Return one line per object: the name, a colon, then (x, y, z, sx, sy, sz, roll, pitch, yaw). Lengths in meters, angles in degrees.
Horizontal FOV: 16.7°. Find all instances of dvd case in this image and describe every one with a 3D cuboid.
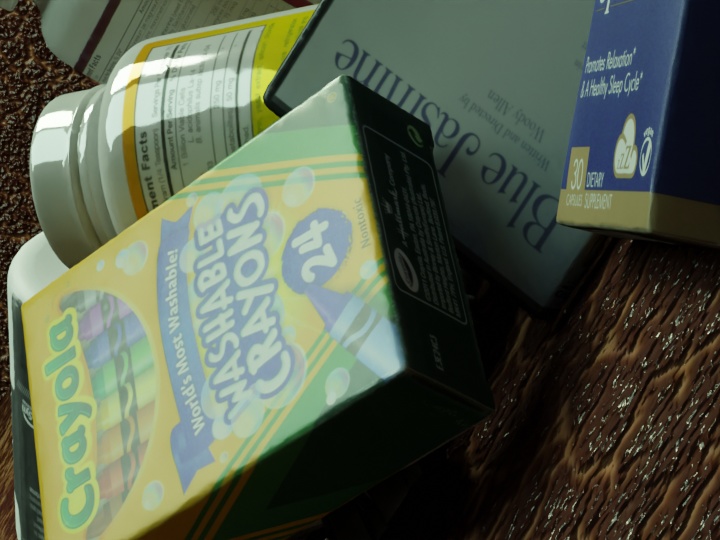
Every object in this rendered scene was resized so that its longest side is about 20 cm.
dvd case: (0.067, -0.104, 0.874, 0.201, 0.142, 0.018, -57, -23, 13)

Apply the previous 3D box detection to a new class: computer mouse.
computer mouse: (0.005, 0.093, 0.833, 0.059, 0.034, 0.200, -49, 18, 17)

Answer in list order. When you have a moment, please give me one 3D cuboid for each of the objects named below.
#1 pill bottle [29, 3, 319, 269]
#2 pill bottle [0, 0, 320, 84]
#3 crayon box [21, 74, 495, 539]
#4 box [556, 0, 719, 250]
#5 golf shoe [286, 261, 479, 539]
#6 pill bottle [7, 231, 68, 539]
pill bottle: (-0.030, -0.049, 0.988, 0.199, 0.110, 0.110, -8, 36, 24)
pill bottle: (-0.078, -0.125, 1.126, 0.110, 0.199, 0.110, -60, 7, 13)
crayon box: (-0.054, 0.038, 0.872, 0.199, 0.051, 0.126, -34, 49, 28)
box: (0.106, -0.109, 0.781, 0.121, 0.032, 0.202, -167, 88, -81)
golf shoe: (-0.029, 0.063, 0.973, 0.200, 0.094, 0.078, -53, 10, 25)
pill bottle: (-0.113, 0.083, 1.167, 0.106, 0.105, 0.201, -74, -10, -59)
